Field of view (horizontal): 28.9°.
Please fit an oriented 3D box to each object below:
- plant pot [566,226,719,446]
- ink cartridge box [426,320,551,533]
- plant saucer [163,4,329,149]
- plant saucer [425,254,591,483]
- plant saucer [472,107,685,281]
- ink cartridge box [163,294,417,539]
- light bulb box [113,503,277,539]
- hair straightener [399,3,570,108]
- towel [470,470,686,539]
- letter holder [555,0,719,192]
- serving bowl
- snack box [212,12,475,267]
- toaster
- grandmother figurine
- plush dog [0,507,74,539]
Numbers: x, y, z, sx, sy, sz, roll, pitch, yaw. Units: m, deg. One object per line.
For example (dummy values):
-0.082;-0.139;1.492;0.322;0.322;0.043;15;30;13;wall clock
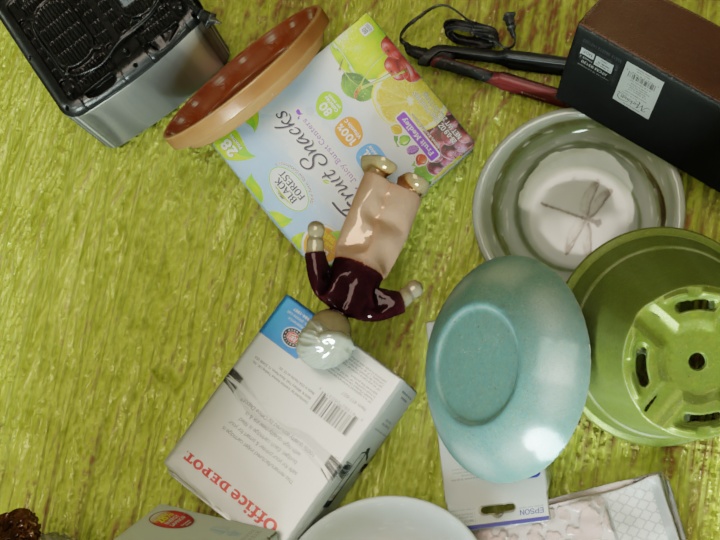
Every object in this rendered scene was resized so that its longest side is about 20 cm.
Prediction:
0.268;0.067;1.185;0.198;0.190;0.202;0;94;4;plant pot
0.121;0.140;1.304;0.099;0.039;0.202;-9;73;15;ink cartridge box
-0.109;-0.185;1.374;0.200;0.200;0.032;-41;108;0;plant saucer
0.114;0.084;1.229;0.200;0.038;0.203;-13;74;49;plant saucer
0.207;-0.053;1.331;0.198;0.050;0.202;-3;75;11;plant saucer
-0.065;0.150;1.320;0.146;0.084;0.201;36;86;17;ink cartridge box
-0.166;0.336;1.198;0.124;0.198;0.202;8;104;18;light bulb box
0.132;-0.222;1.402;0.199;0.041;0.077;16;80;20;hair straightener
0.212;0.298;1.251;0.190;0.032;0.201;-18;72;7;towel
0.307;-0.185;1.293;0.199;0.101;0.142;33;58;15;letter holder
0.023;0.303;1.238;0.198;0.066;0.201;-8;50;9;serving bowl
-0.015;-0.120;1.369;0.200;0.068;0.169;-41;86;1;snack box
-0.249;-0.246;1.441;0.180;0.119;0.200;-38;69;2;toaster
0.000;0.000;1.282;0.121;0.061;0.201;25;75;1;grandmother figurine
-0.271;0.302;1.279;0.160;0.172;0.201;-26;71;4;plush dog
